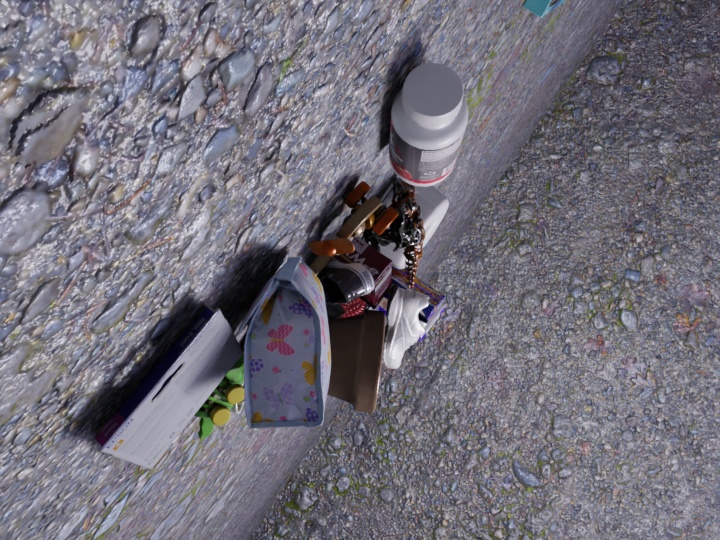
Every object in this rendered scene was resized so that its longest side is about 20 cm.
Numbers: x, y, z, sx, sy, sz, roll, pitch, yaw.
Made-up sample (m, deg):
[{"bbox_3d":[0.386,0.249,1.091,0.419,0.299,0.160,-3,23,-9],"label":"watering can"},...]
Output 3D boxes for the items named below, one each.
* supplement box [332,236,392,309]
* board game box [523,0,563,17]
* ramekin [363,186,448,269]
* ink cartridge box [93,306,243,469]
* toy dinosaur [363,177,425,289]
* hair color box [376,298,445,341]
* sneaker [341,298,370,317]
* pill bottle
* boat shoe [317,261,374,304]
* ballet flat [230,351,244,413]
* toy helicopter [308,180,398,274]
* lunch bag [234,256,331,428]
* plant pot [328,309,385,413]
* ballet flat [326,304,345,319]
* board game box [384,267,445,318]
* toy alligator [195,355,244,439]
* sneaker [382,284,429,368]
[{"bbox_3d":[0.000,0.000,1.187,0.061,0.109,0.200,-51,169,-11],"label":"supplement box"},{"bbox_3d":[0.406,-0.608,1.241,0.151,0.047,0.201,-44,165,-44],"label":"board game box"},{"bbox_3d":[0.098,-0.099,1.342,0.201,0.097,0.201,-52,169,-14],"label":"ramekin"},{"bbox_3d":[-0.231,0.142,0.787,0.197,0.043,0.200,-52,167,-19],"label":"ink cartridge box"},{"bbox_3d":[0.083,-0.075,1.190,0.102,0.201,0.135,-36,159,35],"label":"toy dinosaur"},{"bbox_3d":[0.109,0.080,1.677,0.110,0.200,0.065,-52,168,-12],"label":"hair color box"},{"bbox_3d":[-0.026,0.109,1.506,0.096,0.079,0.200,-56,170,20],"label":"sneaker"},{"bbox_3d":[0.098,-0.212,0.944,0.111,0.110,0.200,-52,169,-13],"label":"pill bottle"},{"bbox_3d":[-0.045,0.030,1.079,0.066,0.070,0.200,-31,-167,-22],"label":"boat shoe"},{"bbox_3d":[-0.164,0.145,1.032,0.201,0.069,0.069,-56,170,5],"label":"ballet flat"},{"bbox_3d":[-0.036,-0.040,1.011,0.200,0.079,0.132,-46,-178,34],"label":"toy helicopter"},{"bbox_3d":[-0.103,0.090,0.879,0.170,0.126,0.202,-100,-168,-79],"label":"lunch bag"},{"bbox_3d":[-0.046,0.171,1.263,0.200,0.173,0.202,6,90,-89],"label":"plant pot"},{"bbox_3d":[-0.092,0.146,1.364,0.201,0.064,0.067,-60,169,29],"label":"ballet flat"},{"bbox_3d":[0.079,0.029,1.377,0.045,0.199,0.134,-58,169,16],"label":"board game box"},{"bbox_3d":[-0.203,0.164,0.971,0.054,0.059,0.201,33,92,-39],"label":"toy alligator"},{"bbox_3d":[0.088,0.123,1.288,0.075,0.086,0.201,-80,178,-53],"label":"sneaker"}]
